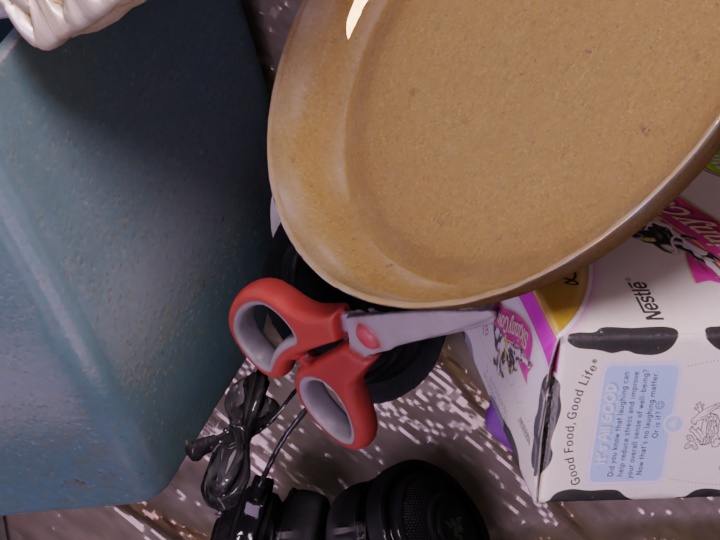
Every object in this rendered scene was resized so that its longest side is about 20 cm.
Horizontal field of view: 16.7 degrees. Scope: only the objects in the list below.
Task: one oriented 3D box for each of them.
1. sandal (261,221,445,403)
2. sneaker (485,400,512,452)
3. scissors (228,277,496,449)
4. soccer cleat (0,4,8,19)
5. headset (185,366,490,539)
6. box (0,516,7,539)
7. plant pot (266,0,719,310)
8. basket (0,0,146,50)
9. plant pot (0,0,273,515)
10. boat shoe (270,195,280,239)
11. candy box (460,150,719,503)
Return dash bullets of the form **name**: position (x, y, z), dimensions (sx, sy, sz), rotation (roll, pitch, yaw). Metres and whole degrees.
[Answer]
- **sandal**: position (-0.001, -0.001, 0.895), dimensions (0.075, 0.048, 0.201), rotation (23, 147, 5)
- **sneaker**: position (0.077, -0.027, 0.890), dimensions (0.088, 0.080, 0.201), rotation (27, 118, 22)
- **scissors**: position (-0.005, 0.018, 0.834), dimensions (0.073, 0.014, 0.200), rotation (49, 161, 3)
- **soccer cleat**: position (-0.139, -0.149, 0.887), dimensions (0.086, 0.201, 0.070), rotation (2, 131, 4)
- **headset**: position (-0.013, 0.123, 0.978), dimensions (0.123, 0.094, 0.201), rotation (-7, 128, 20)
- **box**: position (-0.259, 0.149, 1.071), dimensions (0.124, 0.200, 0.098), rotation (5, 116, 25)
- **plant pot**: position (0.055, -0.073, 0.749), dimensions (0.199, 0.201, 0.027), rotation (-21, 139, 34)
- **basket**: position (-0.055, -0.175, 0.815), dimensions (0.123, 0.200, 0.136), rotation (-32, 96, 41)
- **plant pot**: position (-0.139, -0.017, 0.943), dimensions (0.195, 0.197, 0.201), rotation (-9, 122, 31)
- **boat shoe**: position (0.009, -0.063, 0.914), dimensions (0.072, 0.062, 0.201), rotation (11, 138, 4)
- **candy box**: position (0.137, 0.011, 0.780), dimensions (0.199, 0.137, 0.061), rotation (-2, 118, -12)
